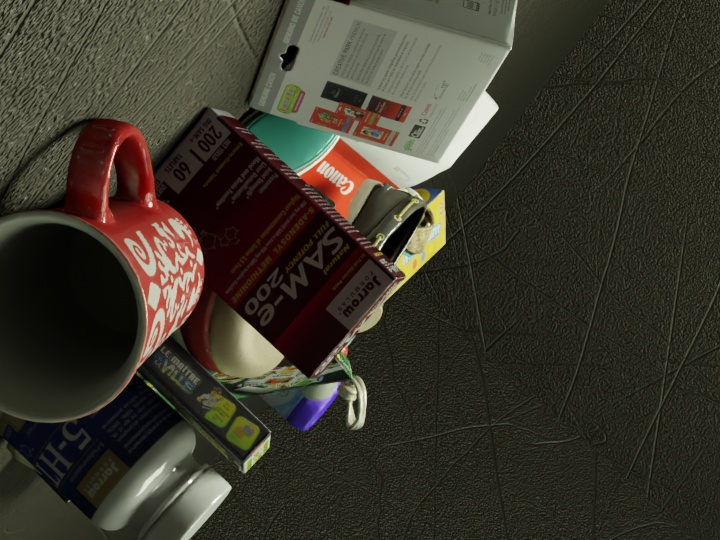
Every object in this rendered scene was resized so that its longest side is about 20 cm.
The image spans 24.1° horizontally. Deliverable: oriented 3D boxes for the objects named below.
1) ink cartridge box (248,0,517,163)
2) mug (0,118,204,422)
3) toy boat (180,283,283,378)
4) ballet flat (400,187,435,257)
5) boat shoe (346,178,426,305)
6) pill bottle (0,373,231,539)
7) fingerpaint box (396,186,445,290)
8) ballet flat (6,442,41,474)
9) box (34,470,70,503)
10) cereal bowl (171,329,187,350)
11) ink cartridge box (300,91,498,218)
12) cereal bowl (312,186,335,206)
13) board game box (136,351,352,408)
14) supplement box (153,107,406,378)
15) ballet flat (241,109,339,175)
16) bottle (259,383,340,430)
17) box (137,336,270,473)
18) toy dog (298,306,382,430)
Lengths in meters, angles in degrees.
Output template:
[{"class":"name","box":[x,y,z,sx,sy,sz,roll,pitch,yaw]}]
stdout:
[{"class":"ink cartridge box","box":[0.015,-0.185,1.353,0.200,0.175,0.084,123,-21,-63]},{"class":"mug","box":[-0.166,-0.001,1.126,0.178,0.133,0.200,-48,179,12]},{"class":"toy boat","box":[-0.113,0.006,1.462,0.200,0.130,0.131,-53,151,-64]},{"class":"ballet flat","box":[0.029,-0.059,1.725,0.065,0.070,0.200,-58,165,5]},{"class":"boat shoe","box":[0.000,0.000,1.497,0.072,0.060,0.202,87,23,-51]},{"class":"pill bottle","box":[-0.215,0.155,1.472,0.120,0.200,0.120,-48,175,-6]},{"class":"fingerpaint box","box":[-0.017,-0.035,1.910,0.200,0.166,0.074,-43,136,-55]},{"class":"ballet flat","box":[-0.255,0.110,1.578,0.200,0.062,0.067,-50,173,17]},{"class":"box","box":[-0.269,0.166,1.807,0.141,0.079,0.200,-45,175,1]},{"class":"cereal bowl","box":[-0.123,0.000,1.678,0.200,0.083,0.200,-48,175,-6]},{"class":"ink cartridge box","box":[0.023,-0.114,1.547,0.200,0.057,0.162,-54,149,1]},{"class":"cereal bowl","box":[0.007,-0.126,1.794,0.200,0.084,0.200,-31,179,-1]},{"class":"board game box","box":[-0.115,0.096,1.566,0.199,0.024,0.105,-10,162,9]},{"class":"supplement box","box":[-0.074,-0.022,1.327,0.109,0.200,0.061,-49,175,7]},{"class":"ballet flat","box":[-0.102,-0.087,1.450,0.200,0.069,0.069,-40,172,-25]},{"class":"bottle","box":[-0.111,0.084,1.835,0.065,0.200,0.084,-45,175,-36]},{"class":"box","box":[-0.159,0.087,1.434,0.035,0.200,0.110,-46,174,-11]},{"class":"toy dog","box":[-0.047,0.059,1.696,0.132,0.096,0.201,-127,-139,-58]}]
